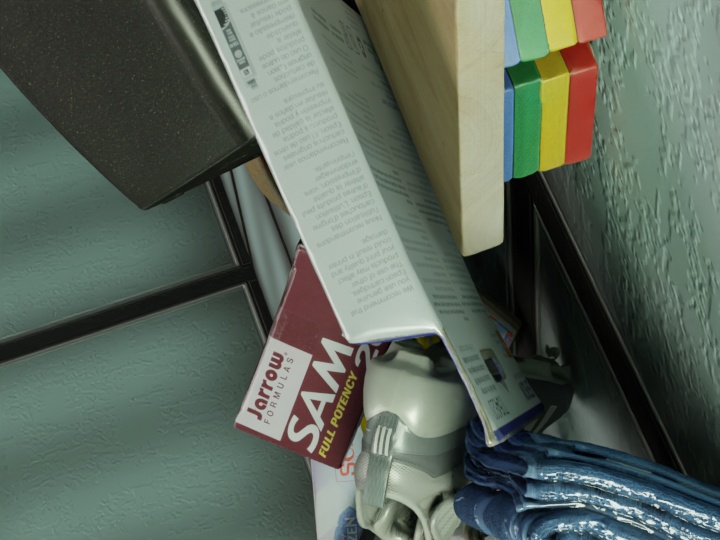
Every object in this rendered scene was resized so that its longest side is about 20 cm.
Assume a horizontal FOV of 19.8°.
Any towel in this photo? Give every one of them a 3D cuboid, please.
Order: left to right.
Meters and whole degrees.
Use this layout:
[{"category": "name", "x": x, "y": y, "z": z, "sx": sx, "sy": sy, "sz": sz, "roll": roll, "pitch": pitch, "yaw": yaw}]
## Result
[{"category": "towel", "x": 0.100, "y": 0.098, "z": 0.828, "sx": 0.200, "sy": 0.111, "sz": 0.049, "roll": 148, "pitch": 141, "yaw": -83}]

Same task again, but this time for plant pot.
[{"category": "plant pot", "x": -0.070, "y": -0.147, "z": 1.009, "sx": 0.199, "sy": 0.200, "sz": 0.178, "roll": -24, "pitch": 94, "yaw": 58}]

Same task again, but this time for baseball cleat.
[{"category": "baseball cleat", "x": 0.043, "y": 0.082, "z": 0.992, "sx": 0.200, "sy": 0.069, "sz": 0.107, "roll": 7, "pitch": -80, "yaw": -62}]

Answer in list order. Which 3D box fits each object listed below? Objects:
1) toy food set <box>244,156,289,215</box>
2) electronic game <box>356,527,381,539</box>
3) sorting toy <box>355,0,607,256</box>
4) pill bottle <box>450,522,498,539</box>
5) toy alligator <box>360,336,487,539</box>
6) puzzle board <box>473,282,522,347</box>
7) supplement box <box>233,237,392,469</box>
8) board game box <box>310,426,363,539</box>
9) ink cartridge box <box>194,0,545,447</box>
[{"category": "toy food set", "x": -0.044, "y": -0.127, "z": 1.424, "sx": 0.198, "sy": 0.048, "sz": 0.201, "roll": -3, "pitch": -95, "yaw": -70}, {"category": "electronic game", "x": 0.048, "y": 0.195, "z": 1.253, "sx": 0.041, "sy": 0.200, "sz": 0.201, "roll": 14, "pitch": 133, "yaw": 33}, {"category": "sorting toy", "x": 0.037, "y": -0.144, "z": 0.810, "sx": 0.199, "sy": 0.069, "sz": 0.201, "roll": 83, "pitch": 168, "yaw": -61}, {"category": "pill bottle", "x": 0.084, "y": 0.197, "z": 1.171, "sx": 0.109, "sy": 0.109, "sz": 0.201, "roll": -117, "pitch": 10, "yaw": -54}, {"category": "toy alligator", "x": 0.035, "y": 0.093, "z": 1.114, "sx": 0.054, "sy": 0.059, "sz": 0.200, "roll": 81, "pitch": 165, "yaw": -50}, {"category": "puzzle board", "x": 0.026, "y": 0.013, "z": 1.249, "sx": 0.151, "sy": 0.017, "sz": 0.200, "roll": 39, "pitch": 167, "yaw": 8}, {"category": "supplement box", "x": 0.000, "y": 0.000, "z": 1.049, "sx": 0.200, "sy": 0.061, "sz": 0.109, "roll": -64, "pitch": -4, "yaw": -61}, {"category": "board game box", "x": -0.009, "y": 0.128, "z": 1.332, "sx": 0.200, "sy": 0.041, "sz": 0.201, "roll": -91, "pitch": -4, "yaw": -81}, {"category": "ink cartridge box", "x": 0.008, "y": -0.020, "z": 0.825, "sx": 0.201, "sy": 0.040, "sz": 0.200, "roll": 65, "pitch": -172, "yaw": 6}]
